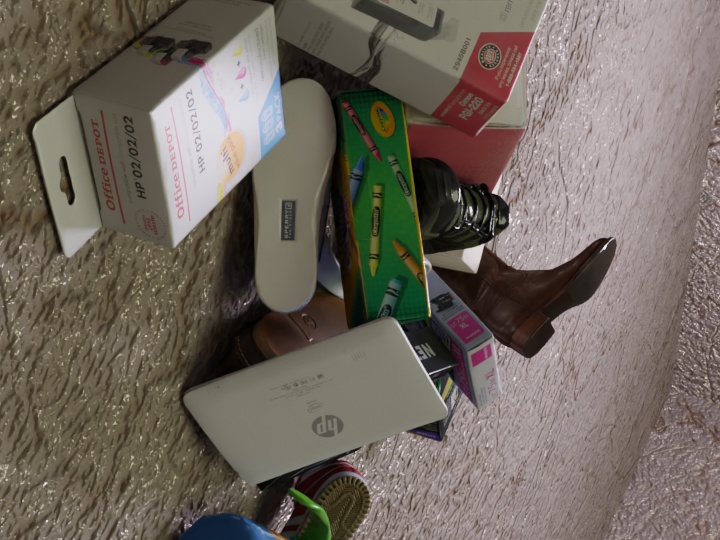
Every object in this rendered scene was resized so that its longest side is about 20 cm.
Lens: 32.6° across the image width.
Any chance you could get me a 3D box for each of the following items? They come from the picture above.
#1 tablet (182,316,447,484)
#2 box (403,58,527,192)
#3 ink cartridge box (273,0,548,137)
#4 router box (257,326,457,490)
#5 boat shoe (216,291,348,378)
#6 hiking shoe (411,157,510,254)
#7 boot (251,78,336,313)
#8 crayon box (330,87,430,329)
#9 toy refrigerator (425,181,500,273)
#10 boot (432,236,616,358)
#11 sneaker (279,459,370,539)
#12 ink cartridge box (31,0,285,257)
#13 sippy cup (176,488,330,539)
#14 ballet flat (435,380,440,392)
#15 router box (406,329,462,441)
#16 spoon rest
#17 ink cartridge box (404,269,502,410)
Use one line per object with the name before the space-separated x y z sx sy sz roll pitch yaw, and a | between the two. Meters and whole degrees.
tablet | -0.037 0.117 1.061 0.014 0.200 0.130 -94 158 -51
box | 0.083 -0.152 1.156 0.200 0.109 0.128 106 -14 -72
ink cartridge box | 0.044 -0.225 1.011 0.146 0.200 0.085 -67 -174 -18
router box | -0.010 0.131 1.204 0.157 0.052 0.200 -43 165 22
boat shoe | -0.067 0.068 1.150 0.070 0.070 0.200 -41 166 23
hiking shoe | 0.088 -0.062 1.132 0.200 0.100 0.076 96 -14 -81
boot | -0.062 -0.065 1.079 0.090 0.073 0.201 -134 -128 -86
crayon box | 0.012 -0.050 1.084 0.119 0.058 0.201 149 -66 -81
toy refrigerator | 0.116 -0.104 1.412 0.070 0.076 0.200 38 65 -64
boot | 0.171 -0.014 1.439 0.186 0.200 0.064 -44 145 -17
sneaker | -0.064 0.283 1.280 0.200 0.071 0.112 -50 -172 2
ink cartridge box | -0.133 -0.099 0.867 0.200 0.068 0.115 -52 149 -42
sippy cup | -0.108 0.288 1.124 0.130 0.139 0.178 53 36 -50
ballet flat | 0.043 0.137 1.377 0.200 0.073 0.073 120 -9 -80
router box | 0.108 0.089 1.557 0.157 0.052 0.200 81 28 -45
spoon rest | 0.000 0.000 1.214 0.200 0.099 0.061 22 49 -58
ink cartridge box | 0.078 0.048 1.343 0.042 0.200 0.119 -30 143 -11
